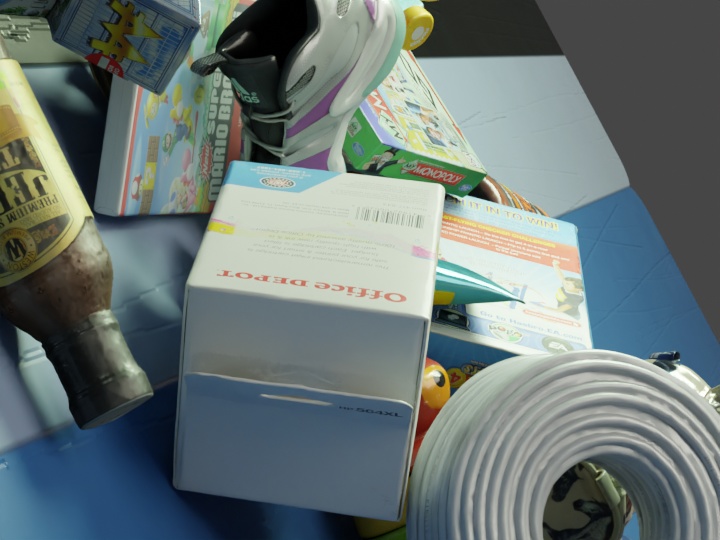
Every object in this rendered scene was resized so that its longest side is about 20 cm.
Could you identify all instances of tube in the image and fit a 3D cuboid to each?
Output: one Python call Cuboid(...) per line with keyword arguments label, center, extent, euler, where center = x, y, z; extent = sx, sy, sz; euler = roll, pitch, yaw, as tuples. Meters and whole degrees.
Cuboid(label="tube", center=(0.000, 0.000, 1.321), extent=(0.200, 0.051, 0.077), euler=(6, 17, -25))

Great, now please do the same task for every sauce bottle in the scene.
Cuboid(label="sauce bottle", center=(-0.161, -0.020, 1.039), extent=(0.200, 0.065, 0.065), euler=(62, 17, 6))

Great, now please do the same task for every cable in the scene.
Cuboid(label="cable", center=(0.121, 0.141, 1.146), extent=(0.200, 0.200, 0.069), euler=(43, -22, -10))

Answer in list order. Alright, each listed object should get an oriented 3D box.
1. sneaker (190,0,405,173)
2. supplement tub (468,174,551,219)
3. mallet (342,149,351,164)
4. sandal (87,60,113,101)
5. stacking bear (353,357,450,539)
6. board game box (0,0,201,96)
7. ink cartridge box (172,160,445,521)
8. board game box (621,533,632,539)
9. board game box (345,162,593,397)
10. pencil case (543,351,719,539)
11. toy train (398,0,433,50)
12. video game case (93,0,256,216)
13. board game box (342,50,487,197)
Cuboid(label="sneaker", center=(-0.061, -0.098, 1.303), extent=(0.078, 0.200, 0.140), euler=(24, 7, 34))
Cuboid(label="supplement tub", center=(0.103, -0.018, 1.747), extent=(0.200, 0.107, 0.107), euler=(24, 41, -65))
Cuboid(label="mallet", center=(-0.020, -0.088, 1.527), extent=(0.066, 0.041, 0.200), euler=(61, 0, -4))
Cuboid(label="sandal", center=(-0.130, -0.132, 1.314), extent=(0.200, 0.054, 0.082), euler=(-3, 102, -72))
Cuboid(label="stacking bear", center=(0.044, 0.138, 1.304), extent=(0.121, 0.114, 0.200), euler=(-27, 90, -52))
Cuboid(label="board game box", center=(-0.166, -0.191, 1.131), extent=(0.200, 0.062, 0.200), euler=(0, 55, -31))
Cuboid(label="ink cartridge box", center=(-0.027, 0.039, 1.158), extent=(0.200, 0.128, 0.126), euler=(-77, 174, -64))
Cuboid(label="board game box", center=(0.134, 0.178, 1.410), extent=(0.200, 0.037, 0.151), euler=(35, -11, 15))
Cuboid(label="board game box", center=(0.051, 0.014, 1.430), extent=(0.200, 0.056, 0.196), euler=(15, 29, -7))
Cuboid(label="pencil case", center=(0.157, 0.113, 1.298), extent=(0.078, 0.089, 0.200), euler=(57, 32, 3))
Cuboid(label="toy train", center=(-0.011, -0.207, 1.469), extent=(0.150, 0.056, 0.200), euler=(18, 38, -1))
Cuboid(label="video game case", center=(-0.104, -0.105, 1.288), extent=(0.200, 0.017, 0.143), euler=(-7, 107, -72))
Cuboid(label="board game box", center=(-0.002, -0.144, 1.478), extent=(0.134, 0.029, 0.200), euler=(12, 42, -55))
